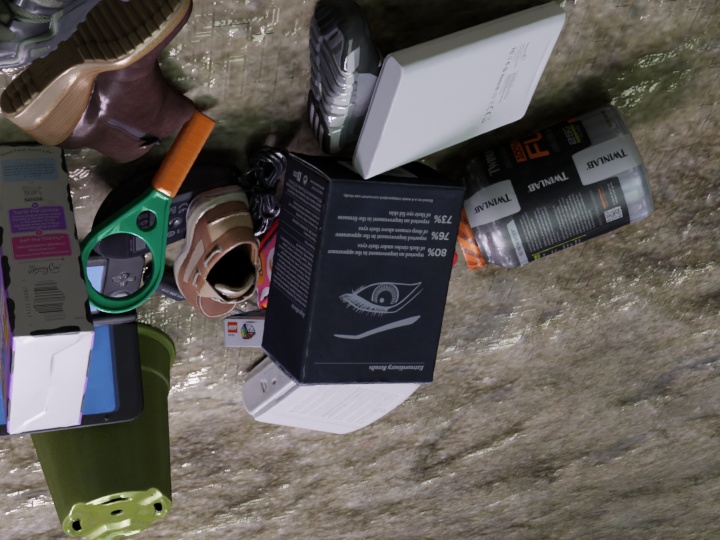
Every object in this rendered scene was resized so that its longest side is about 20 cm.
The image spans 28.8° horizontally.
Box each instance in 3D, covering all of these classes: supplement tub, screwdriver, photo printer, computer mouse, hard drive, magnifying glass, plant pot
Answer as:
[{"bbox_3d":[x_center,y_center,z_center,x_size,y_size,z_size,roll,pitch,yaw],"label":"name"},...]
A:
[{"bbox_3d":[0.188,-0.079,1.435,0.198,0.123,0.123,-21,150,5],"label":"supplement tub"},{"bbox_3d":[-0.161,0.029,1.532,0.199,0.028,0.029,19,106,-50],"label":"screwdriver"},{"bbox_3d":[-0.023,0.135,1.733,0.199,0.070,0.166,15,137,-44],"label":"photo printer"},{"bbox_3d":[-0.170,-0.068,1.345,0.198,0.053,0.139,-17,153,-23],"label":"computer mouse"},{"bbox_3d":[0.089,-0.163,1.261,0.199,0.026,0.132,-23,149,-34],"label":"hard drive"},{"bbox_3d":[-0.191,-0.054,1.274,0.079,0.022,0.201,28,96,-26],"label":"magnifying glass"},{"bbox_3d":[-0.287,0.190,1.565,0.198,0.191,0.201,-12,150,-7],"label":"plant pot"}]

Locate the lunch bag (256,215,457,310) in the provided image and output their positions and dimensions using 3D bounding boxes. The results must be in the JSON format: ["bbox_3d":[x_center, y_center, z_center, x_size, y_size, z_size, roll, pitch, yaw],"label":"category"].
[{"bbox_3d":[-0.013,-0.007,1.483,0.198,0.083,0.176,-2,155,-27],"label":"lunch bag"}]

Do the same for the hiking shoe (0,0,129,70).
[{"bbox_3d":[-0.235,-0.226,1.035,0.199,0.076,0.101,-29,141,2],"label":"hiking shoe"}]

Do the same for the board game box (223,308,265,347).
[{"bbox_3d":[-0.033,0.062,1.516,0.198,0.035,0.126,0,-176,19],"label":"board game box"}]

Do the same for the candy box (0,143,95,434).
[{"bbox_3d":[-0.293,0.016,1.259,0.071,0.202,0.168,-5,148,-19],"label":"candy box"}]

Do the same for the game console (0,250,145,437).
[{"bbox_3d":[-0.316,0.073,1.428,0.198,0.117,0.176,-6,148,-21],"label":"game console"}]

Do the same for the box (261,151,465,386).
[{"bbox_3d":[0.000,0.000,1.331,0.147,0.104,0.202,3,106,-27],"label":"box"}]

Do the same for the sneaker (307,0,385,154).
[{"bbox_3d":[0.017,-0.183,1.238,0.114,0.076,0.200,-16,160,-14],"label":"sneaker"}]

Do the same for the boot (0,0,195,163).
[{"bbox_3d":[-0.186,-0.166,1.174,0.199,0.073,0.166,-31,160,20],"label":"boot"}]

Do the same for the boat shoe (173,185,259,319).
[{"bbox_3d":[-0.136,0.000,1.359,0.075,0.072,0.201,-20,154,-16],"label":"boat shoe"}]
